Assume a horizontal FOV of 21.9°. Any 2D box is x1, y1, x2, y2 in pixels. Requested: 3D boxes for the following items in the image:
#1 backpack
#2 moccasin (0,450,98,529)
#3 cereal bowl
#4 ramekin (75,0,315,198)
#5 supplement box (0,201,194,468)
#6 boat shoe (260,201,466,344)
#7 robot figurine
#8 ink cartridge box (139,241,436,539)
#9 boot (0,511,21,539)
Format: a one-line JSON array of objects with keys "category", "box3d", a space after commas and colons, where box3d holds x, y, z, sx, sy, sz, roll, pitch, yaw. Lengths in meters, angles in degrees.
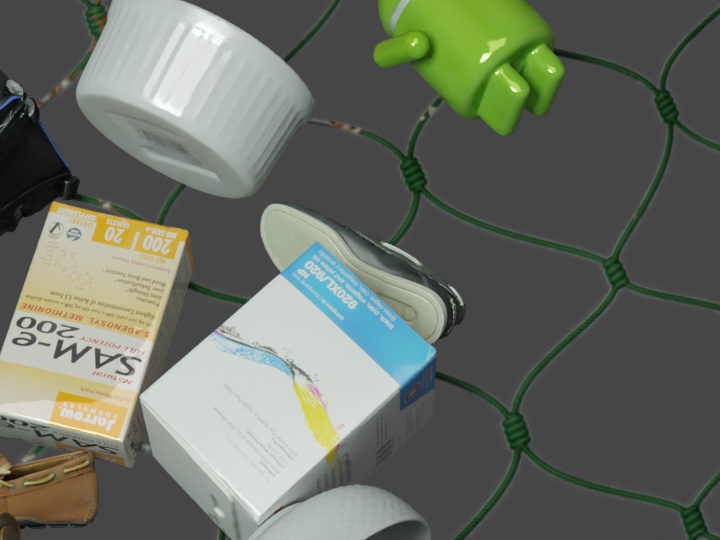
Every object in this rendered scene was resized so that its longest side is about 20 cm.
[{"category": "backpack", "box3d": [-0.373, -0.085, 1.588, 0.200, 0.183, 0.147, -43, 67, -12]}, {"category": "moccasin", "box3d": [-0.299, 0.171, 1.481, 0.201, 0.074, 0.078, 1, 92, -34]}, {"category": "cereal bowl", "box3d": [-0.043, 0.241, 1.442, 0.200, 0.200, 0.083, -40, 64, -17]}, {"category": "ramekin", "box3d": [-0.149, -0.147, 1.614, 0.200, 0.200, 0.098, 25, 75, 9]}, {"category": "supplement box", "box3d": [-0.229, 0.053, 1.585, 0.126, 0.074, 0.200, 12, 66, 5]}, {"category": "boat shoe", "box3d": [0.000, 0.000, 1.630, 0.200, 0.072, 0.068, 30, 30, 19]}, {"category": "robot figurine", "box3d": [0.096, -0.219, 1.692, 0.175, 0.116, 0.200, -30, 69, -24]}, {"category": "ink cartridge box", "box3d": [-0.058, 0.113, 1.522, 0.200, 0.147, 0.145, -41, 72, -18]}, {"category": "boot", "box3d": [-0.339, 0.242, 1.427, 0.154, 0.200, 0.074, 3, 58, -9]}]
